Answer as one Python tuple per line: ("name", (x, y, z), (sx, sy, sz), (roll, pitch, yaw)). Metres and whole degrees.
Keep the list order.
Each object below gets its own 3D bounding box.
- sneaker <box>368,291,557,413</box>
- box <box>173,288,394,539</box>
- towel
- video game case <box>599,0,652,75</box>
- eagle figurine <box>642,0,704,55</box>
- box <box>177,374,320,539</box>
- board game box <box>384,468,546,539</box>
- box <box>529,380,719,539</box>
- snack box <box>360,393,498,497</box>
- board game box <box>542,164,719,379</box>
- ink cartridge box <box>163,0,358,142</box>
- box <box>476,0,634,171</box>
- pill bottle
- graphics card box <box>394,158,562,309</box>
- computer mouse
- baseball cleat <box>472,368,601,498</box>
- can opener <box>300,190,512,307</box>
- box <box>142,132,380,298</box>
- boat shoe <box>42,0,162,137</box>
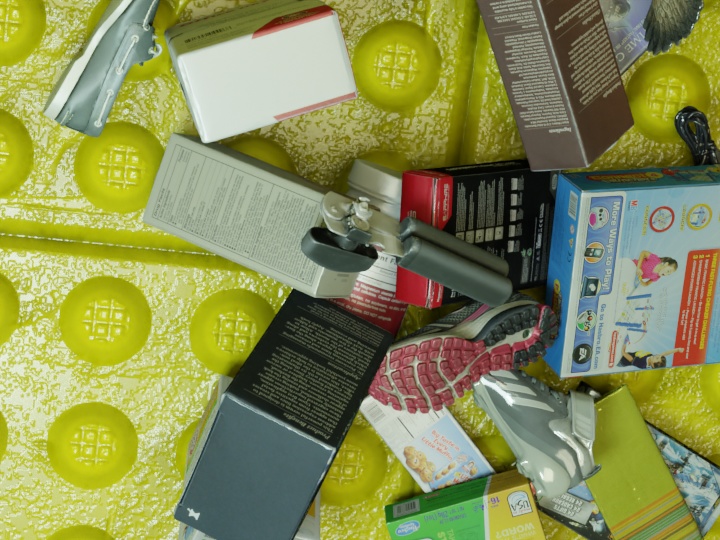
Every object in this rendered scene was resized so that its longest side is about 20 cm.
("sneaker", (0.090, 0.076, 1.617), (0.200, 0.075, 0.081), (-18, 119, -22))
("box", (-0.066, 0.135, 1.492), (0.107, 0.200, 0.149), (27, 122, 3))
("towel", (0.278, 0.220, 1.722), (0.086, 0.018, 0.200), (-30, 103, -7))
("video game case", (0.216, -0.289, 1.644), (0.143, 0.019, 0.200), (-45, 106, 2))
("eagle figurine", (0.287, -0.323, 1.576), (0.200, 0.152, 0.151), (-50, 125, -1))
("box", (-0.105, 0.209, 1.595), (0.112, 0.200, 0.101), (18, 123, -14))
("board game box", (0.125, 0.314, 1.723), (0.153, 0.040, 0.200), (-17, 110, 5))
("box", (0.277, 0.224, 1.751), (0.200, 0.040, 0.137), (32, 94, -14))
("snack box", (0.081, 0.189, 1.720), (0.072, 0.024, 0.200), (-37, 105, 0))
("board game box", (0.286, -0.001, 1.662), (0.195, 0.056, 0.200), (-4, 114, -18))
("ink cartridge box", (-0.094, -0.190, 1.523), (0.144, 0.200, 0.084), (-17, 108, -5))
("box", (0.184, -0.205, 1.588), (0.100, 0.075, 0.200), (-39, 116, -43))
("pill bottle", (0.000, 0.000, 1.622), (0.113, 0.113, 0.200), (19, 98, -12))
("graphics card box", (0.115, -0.039, 1.608), (0.200, 0.051, 0.126), (-10, 107, -46))
("computer mouse", (0.276, -0.071, 1.685), (0.200, 0.044, 0.110), (-33, 119, -3))
("baseball cleat", (0.169, 0.127, 1.677), (0.106, 0.070, 0.200), (-29, 79, -7))
("can opener", (0.043, -0.016, 1.494), (0.200, 0.053, 0.067), (19, 129, -22))
("box", (-0.094, -0.052, 1.562), (0.200, 0.078, 0.095), (25, 99, 24))
("boat shoe", (-0.219, -0.213, 1.566), (0.062, 0.073, 0.200), (34, 100, -18))
